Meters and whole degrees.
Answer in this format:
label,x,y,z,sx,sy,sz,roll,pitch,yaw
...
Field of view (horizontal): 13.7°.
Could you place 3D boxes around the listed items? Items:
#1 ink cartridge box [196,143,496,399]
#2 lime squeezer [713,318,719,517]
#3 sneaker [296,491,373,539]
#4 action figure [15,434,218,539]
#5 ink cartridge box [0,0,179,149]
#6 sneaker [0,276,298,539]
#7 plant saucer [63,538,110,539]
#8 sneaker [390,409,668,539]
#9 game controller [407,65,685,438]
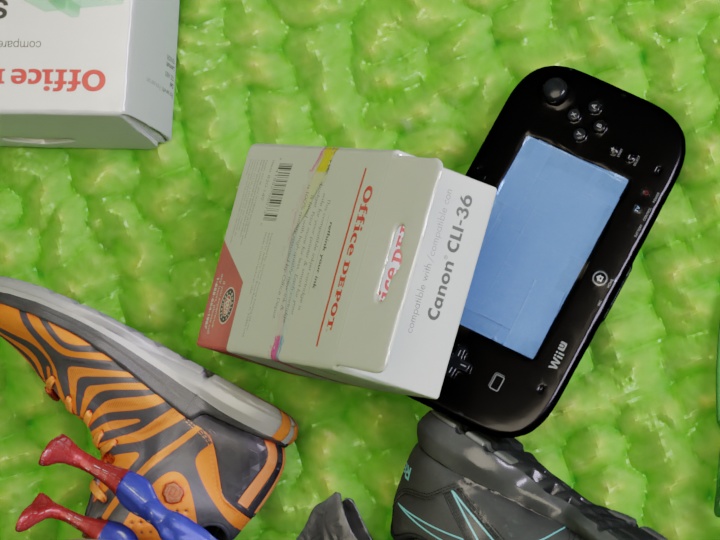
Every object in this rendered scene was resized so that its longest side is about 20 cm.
label,x,y,z,sx,sy,sz,roll,pitch,yaw
ink cartridge box,0.000,0.000,1.547,0.067,0.200,0.117,18,85,-29
lime squeezer,0.214,0.108,1.555,0.070,0.038,0.201,-31,75,7
sneaker,0.021,0.222,1.572,0.104,0.060,0.200,-47,71,8
action figure,-0.089,0.163,1.534,0.199,0.099,0.066,25,114,7
ink cartridge box,-0.178,-0.175,1.669,0.144,0.084,0.202,1,82,14
sneaker,-0.142,0.086,1.623,0.199,0.078,0.113,27,87,16
plant saucer,-0.136,0.232,1.464,0.198,0.029,0.202,0,88,-10
sneaker,0.102,0.152,1.566,0.199,0.075,0.080,33,100,25
game controller,0.091,-0.010,1.583,0.104,0.042,0.201,23,78,28
